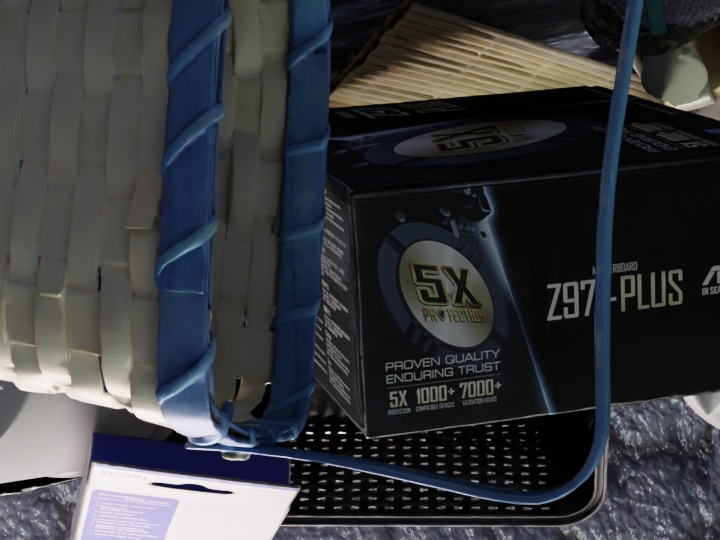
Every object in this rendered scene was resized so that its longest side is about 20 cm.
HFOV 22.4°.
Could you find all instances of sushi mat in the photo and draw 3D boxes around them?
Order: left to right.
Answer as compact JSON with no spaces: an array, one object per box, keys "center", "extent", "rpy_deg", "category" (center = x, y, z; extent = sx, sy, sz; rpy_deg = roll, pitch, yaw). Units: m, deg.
[{"center":[0.060,-0.070,0.840],"extent":[0.200,0.012,0.096],"rpy_deg":[10,134,-45],"category":"sushi mat"}]

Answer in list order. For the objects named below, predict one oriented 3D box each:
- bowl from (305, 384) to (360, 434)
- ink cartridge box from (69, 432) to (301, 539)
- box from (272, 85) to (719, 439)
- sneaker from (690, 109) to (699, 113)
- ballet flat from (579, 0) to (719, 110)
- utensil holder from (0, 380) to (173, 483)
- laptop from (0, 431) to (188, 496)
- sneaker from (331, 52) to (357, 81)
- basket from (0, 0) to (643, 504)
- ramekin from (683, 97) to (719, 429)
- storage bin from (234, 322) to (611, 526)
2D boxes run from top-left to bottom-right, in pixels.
[{"center":[-0.014,-0.012,1.067],"extent":[0.201,0.201,0.090],"rpy_deg":[-13,144,16],"category":"bowl"},{"center":[-0.090,0.117,0.889],"extent":[0.095,0.037,0.200],"rpy_deg":[8,157,-9],"category":"ink cartridge box"},{"center":[0.052,-0.014,0.699],"extent":[0.163,0.086,0.200],"rpy_deg":[-6,-167,-13],"category":"box"},{"center":[0.208,-0.077,0.933],"extent":[0.081,0.075,0.200],"rpy_deg":[-3,144,35],"category":"sneaker"},{"center":[0.129,-0.100,0.761],"extent":[0.072,0.072,0.200],"rpy_deg":[-13,177,16],"category":"ballet flat"},{"center":[-0.178,0.022,0.875],"extent":[0.170,0.170,0.200],"rpy_deg":[-13,176,14],"category":"utensil holder"},{"center":[-0.198,0.051,1.052],"extent":[0.200,0.178,0.103],"rpy_deg":[-12,162,-11],"category":"laptop"},{"center":[-0.017,-0.075,0.857],"extent":[0.200,0.077,0.082],"rpy_deg":[-12,151,-26],"category":"sneaker"},{"center":[-0.023,-0.032,0.518],"extent":[0.200,0.177,0.139],"rpy_deg":[6,178,16],"category":"basket"},{"center":[0.225,-0.017,0.859],"extent":[0.202,0.094,0.203],"rpy_deg":[-10,135,-10],"category":"ramekin"},{"center":[0.028,0.054,0.958],"extent":[0.200,0.135,0.094],"rpy_deg":[0,-146,3],"category":"storage bin"}]
